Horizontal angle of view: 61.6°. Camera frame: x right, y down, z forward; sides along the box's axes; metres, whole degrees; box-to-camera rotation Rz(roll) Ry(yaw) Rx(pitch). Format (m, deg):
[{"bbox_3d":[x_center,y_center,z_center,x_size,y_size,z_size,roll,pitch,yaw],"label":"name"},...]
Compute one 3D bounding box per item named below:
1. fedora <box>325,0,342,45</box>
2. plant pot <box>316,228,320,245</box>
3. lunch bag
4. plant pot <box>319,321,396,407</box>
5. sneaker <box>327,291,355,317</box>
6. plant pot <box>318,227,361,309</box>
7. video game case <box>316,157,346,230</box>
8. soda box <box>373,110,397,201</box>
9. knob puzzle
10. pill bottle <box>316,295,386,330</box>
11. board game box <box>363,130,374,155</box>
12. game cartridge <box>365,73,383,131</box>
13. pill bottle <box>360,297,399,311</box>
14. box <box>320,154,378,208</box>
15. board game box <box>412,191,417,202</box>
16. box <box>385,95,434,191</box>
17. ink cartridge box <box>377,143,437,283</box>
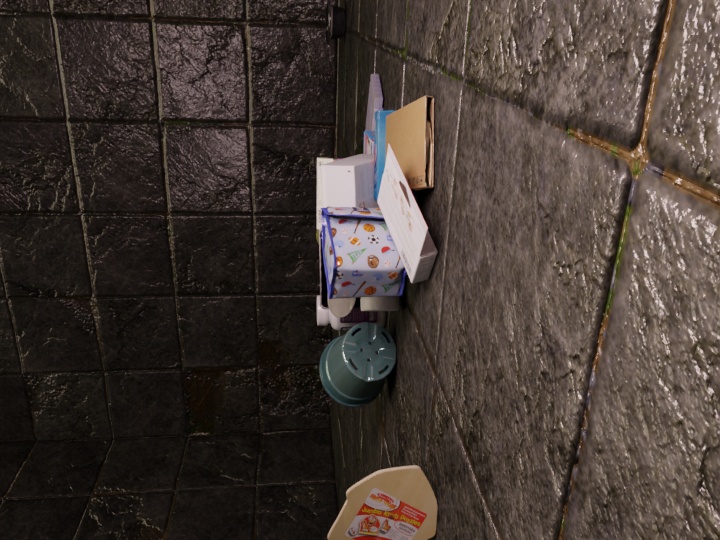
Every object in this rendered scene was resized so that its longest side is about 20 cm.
[{"bbox_3d":[-0.115,-1.161,2.824,0.200,0.088,0.209,179,90,-83],"label":"fedora"},{"bbox_3d":[-0.015,-0.049,1.782,0.203,0.193,0.194,98,156,-53],"label":"plant pot"},{"bbox_3d":[0.004,-0.056,1.259,0.126,0.164,0.205,104,162,-48],"label":"lunch bag"},{"bbox_3d":[0.001,0.240,1.598,0.197,0.193,0.207,123,147,-64],"label":"plant pot"},{"bbox_3d":[-0.040,0.010,1.474,0.085,0.072,0.207,-83,0,-70],"label":"sneaker"},{"bbox_3d":[0.000,0.000,1.589,0.177,0.192,0.208,49,-140,-82],"label":"plant pot"},{"bbox_3d":[-0.052,-0.207,1.674,0.177,0.035,0.208,10,104,41],"label":"video game case"},{"bbox_3d":[0.067,-0.268,1.418,0.064,0.065,0.208,-123,33,-77],"label":"soda box"},{"bbox_3d":[0.057,0.442,1.118,0.031,0.211,0.228,-115,25,-73],"label":"knob puzzle"},{"bbox_3d":[-0.028,0.112,1.724,0.112,0.192,0.117,180,90,-83],"label":"pill bottle"},{"bbox_3d":[0.044,-0.269,1.674,0.197,0.054,0.207,-107,18,-69],"label":"board game box"},{"bbox_3d":[0.041,-0.455,1.789,0.204,0.037,0.133,97,166,-48],"label":"game cartridge"},{"bbox_3d":[0.045,-0.008,1.440,0.114,0.110,0.208,139,130,-81],"label":"pill bottle"},{"bbox_3d":[-0.005,-0.210,1.488,0.199,0.095,0.129,-29,-58,-56],"label":"box"},{"bbox_3d":[0.095,-0.095,1.323,0.151,0.035,0.208,157,113,-81],"label":"board game box"},{"bbox_3d":[0.094,-0.241,1.199,0.199,0.021,0.170,-171,81,-71],"label":"box"},{"bbox_3d":[0.091,-0.109,1.135,0.176,0.042,0.205,102,151,-57],"label":"ink cartridge box"}]
